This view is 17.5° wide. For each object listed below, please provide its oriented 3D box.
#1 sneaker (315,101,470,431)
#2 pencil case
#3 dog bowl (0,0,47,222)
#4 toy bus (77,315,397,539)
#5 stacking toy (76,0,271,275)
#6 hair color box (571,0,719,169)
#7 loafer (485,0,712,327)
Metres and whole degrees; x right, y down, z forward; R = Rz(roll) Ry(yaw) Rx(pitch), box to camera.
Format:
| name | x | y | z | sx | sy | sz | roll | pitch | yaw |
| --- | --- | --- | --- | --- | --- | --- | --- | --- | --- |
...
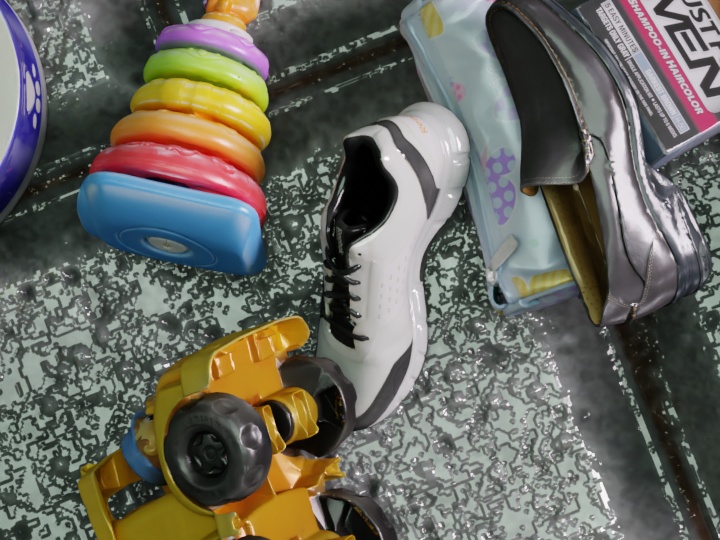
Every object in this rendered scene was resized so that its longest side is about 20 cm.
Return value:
| name | x | y | z | sx | sy | sz | roll | pitch | yaw |
| --- | --- | --- | --- | --- | --- | --- | --- | --- | --- |
| sneaker | 0.000 | 0.000 | 1.347 | 0.073 | 0.080 | 0.201 | 23 | 110 | 33 |
| pencil case | 0.089 | -0.073 | 1.374 | 0.090 | 0.083 | 0.201 | -16 | 83 | -16 |
| dog bowl | -0.292 | -0.100 | 1.396 | 0.199 | 0.079 | 0.202 | 0 | 85 | 2 |
| toy bus | -0.095 | 0.143 | 1.335 | 0.191 | 0.136 | 0.201 | -12 | 94 | 31 |
| stacking toy | -0.091 | -0.107 | 1.386 | 0.109 | 0.116 | 0.201 | 12 | 74 | 5 |
| hair color box | 0.219 | -0.144 | 1.357 | 0.199 | 0.061 | 0.099 | -29 | 85 | -20 |
| loafer | 0.119 | -0.064 | 1.299 | 0.072 | 0.073 | 0.201 | -29 | 88 | -25 |
